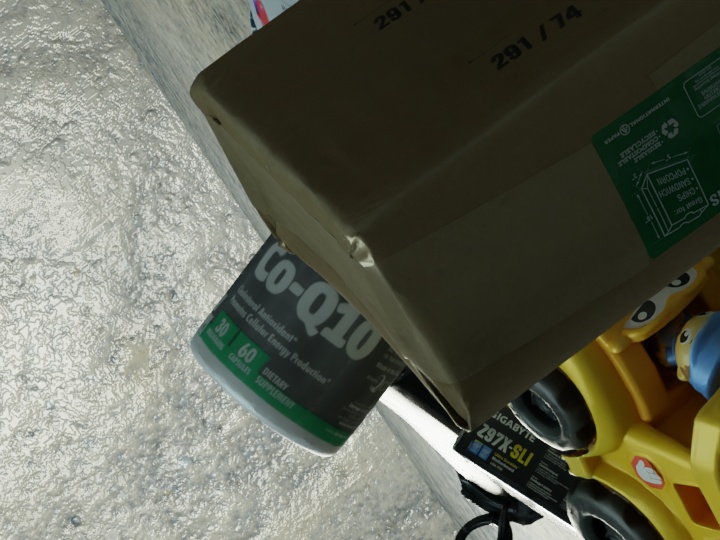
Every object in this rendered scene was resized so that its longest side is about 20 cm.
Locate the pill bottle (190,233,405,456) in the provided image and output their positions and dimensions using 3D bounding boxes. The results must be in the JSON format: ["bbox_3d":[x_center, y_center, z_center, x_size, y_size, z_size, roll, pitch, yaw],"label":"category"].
[{"bbox_3d":[0.000,0.000,1.387,0.113,0.200,0.113,37,-175,-4],"label":"pill bottle"}]

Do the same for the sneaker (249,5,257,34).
[{"bbox_3d":[-0.036,-0.162,1.702,0.201,0.077,0.085,64,178,-38],"label":"sneaker"}]

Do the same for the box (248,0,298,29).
[{"bbox_3d":[-0.045,-0.218,1.368,0.156,0.041,0.201,41,149,60],"label":"box"}]

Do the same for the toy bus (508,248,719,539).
[{"bbox_3d":[0.183,0.075,1.141,0.192,0.136,0.201,16,142,58],"label":"toy bus"}]

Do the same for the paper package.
[{"bbox_3d":[0.061,-0.063,0.899,0.104,0.199,0.191,58,173,-32],"label":"paper package"}]

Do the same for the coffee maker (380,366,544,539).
[{"bbox_3d":[0.064,0.073,1.518,0.134,0.193,0.200,-7,147,38],"label":"coffee maker"}]

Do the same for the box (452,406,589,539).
[{"bbox_3d":[0.161,0.152,1.396,0.199,0.050,0.160,32,174,20],"label":"box"}]
